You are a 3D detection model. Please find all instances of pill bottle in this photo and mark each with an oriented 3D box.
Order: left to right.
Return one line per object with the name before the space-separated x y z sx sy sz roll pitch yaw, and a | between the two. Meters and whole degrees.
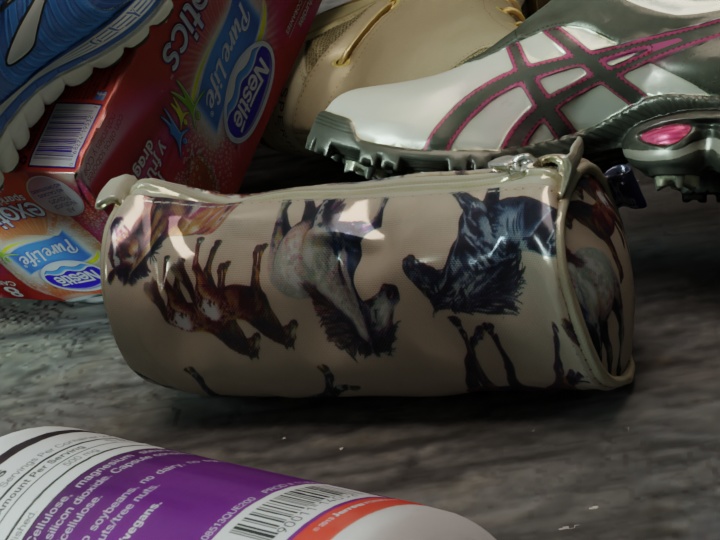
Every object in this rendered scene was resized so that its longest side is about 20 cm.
pill bottle | -0.055 0.106 0.713 0.199 0.113 0.112 8 33 40

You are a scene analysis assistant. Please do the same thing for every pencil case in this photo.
pencil case | 0.000 0.000 0.928 0.199 0.090 0.078 -2 15 25

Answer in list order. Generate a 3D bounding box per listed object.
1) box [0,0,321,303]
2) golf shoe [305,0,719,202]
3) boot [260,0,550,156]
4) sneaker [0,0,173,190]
box | -0.096 -0.091 1.077 0.099 0.096 0.201 2 56 31
golf shoe | 0.078 -0.068 0.964 0.199 0.089 0.077 -1 -4 19
boot | 0.066 -0.095 1.106 0.199 0.073 0.155 -28 28 -22
sneaker | -0.134 -0.108 0.981 0.078 0.089 0.200 23 69 39
